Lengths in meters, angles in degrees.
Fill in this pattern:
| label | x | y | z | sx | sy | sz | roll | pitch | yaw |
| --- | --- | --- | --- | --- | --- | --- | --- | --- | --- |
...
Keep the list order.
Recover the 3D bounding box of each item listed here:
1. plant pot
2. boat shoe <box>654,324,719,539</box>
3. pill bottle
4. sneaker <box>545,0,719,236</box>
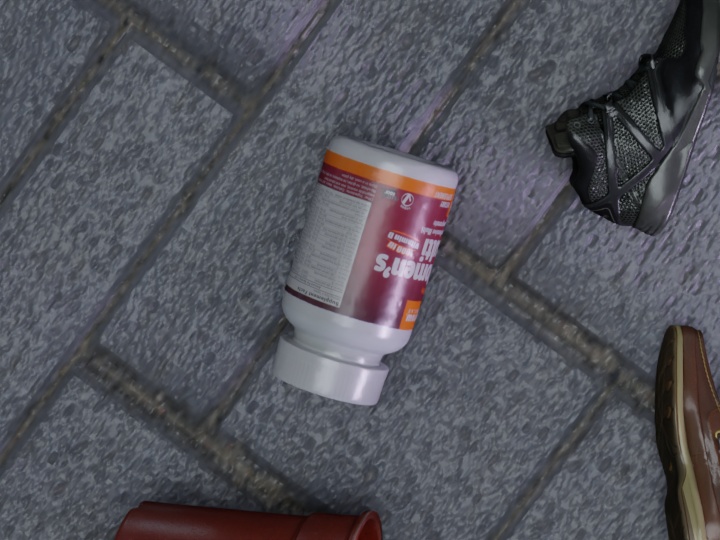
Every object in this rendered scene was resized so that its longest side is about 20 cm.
| label | x | y | z | sx | sy | sz | roll | pitch | yaw |
| --- | --- | --- | --- | --- | --- | --- | --- | --- | --- |
| plant pot | -0.100 | 0.276 | 1.656 | 0.195 | 0.201 | 0.201 | 9 | 95 | 12 |
| boat shoe | 0.279 | 0.142 | 1.659 | 0.067 | 0.072 | 0.201 | -3 | 77 | -5 |
| pill bottle | 0.000 | 0.000 | 1.656 | 0.109 | 0.110 | 0.200 | 17 | 96 | 3 |
| sneaker | 0.218 | -0.137 | 1.646 | 0.114 | 0.076 | 0.200 | 17 | 101 | -4 |
